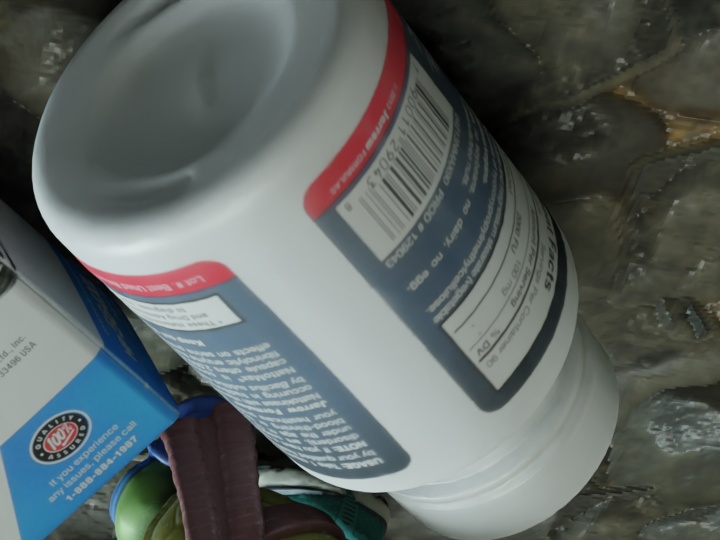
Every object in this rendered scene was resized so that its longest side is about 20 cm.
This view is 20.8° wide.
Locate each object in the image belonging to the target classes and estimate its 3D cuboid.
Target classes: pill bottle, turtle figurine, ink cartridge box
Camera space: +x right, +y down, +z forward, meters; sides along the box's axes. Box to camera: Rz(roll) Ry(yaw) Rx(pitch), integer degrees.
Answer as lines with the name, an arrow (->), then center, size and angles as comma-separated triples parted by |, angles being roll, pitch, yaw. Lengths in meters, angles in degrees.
pill bottle -> 0.000, 0.000, 0.625 | 0.119, 0.120, 0.200 | -21, 135, 22
turtle figurine -> -0.025, 0.161, 0.687 | 0.144, 0.194, 0.201 | 21, 94, -45
ink cartridge box -> -0.181, 0.022, 0.641 | 0.146, 0.084, 0.200 | -41, 128, 4

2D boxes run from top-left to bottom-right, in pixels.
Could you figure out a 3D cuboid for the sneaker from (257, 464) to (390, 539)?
sneaker -> -0.061, 0.146, 0.820 | 0.077, 0.080, 0.200 | 30, 130, -30
